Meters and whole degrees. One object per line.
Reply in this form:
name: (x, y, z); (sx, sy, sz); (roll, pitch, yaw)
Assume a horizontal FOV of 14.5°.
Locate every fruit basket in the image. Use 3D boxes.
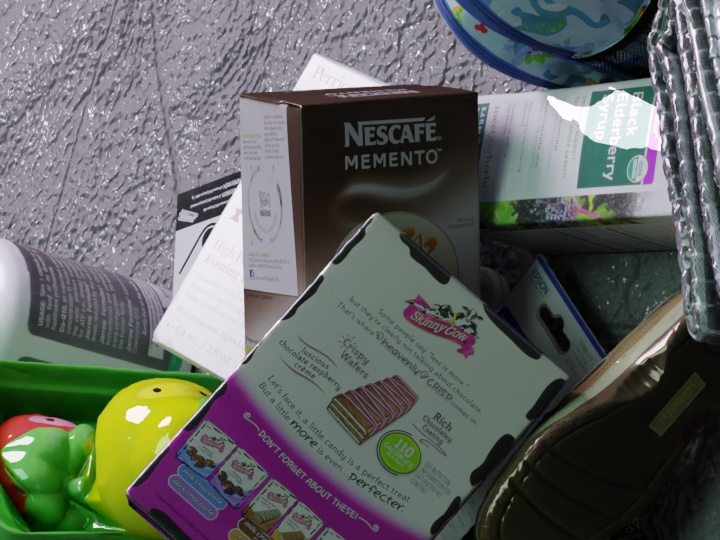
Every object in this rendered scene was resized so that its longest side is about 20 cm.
fruit basket: (-0.135, 0.112, 1.730); (0.216, 0.216, 0.156); (-44, 46, 30)

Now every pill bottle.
pill bottle: (-0.218, 0.042, 1.858); (0.113, 0.200, 0.113); (-22, 59, 44)

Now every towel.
towel: (0.228, -0.043, 1.389); (0.086, 0.166, 0.200); (-33, 52, 43)

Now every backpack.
backpack: (0.114, -0.191, 1.552); (0.147, 0.200, 0.183); (-35, 52, 37)

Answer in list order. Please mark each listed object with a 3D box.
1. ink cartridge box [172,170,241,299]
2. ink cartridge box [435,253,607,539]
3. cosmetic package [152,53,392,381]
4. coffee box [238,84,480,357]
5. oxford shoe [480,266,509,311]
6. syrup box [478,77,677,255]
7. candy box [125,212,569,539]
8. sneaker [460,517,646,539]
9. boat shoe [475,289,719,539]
ink cartridge box: (-0.040, -0.025, 1.796); (0.200, 0.044, 0.094); (-18, 64, 44)
ink cartridge box: (0.074, 0.096, 1.621); (0.200, 0.037, 0.095); (-55, 41, 24)
cosmetic package: (-0.025, -0.018, 1.674); (0.102, 0.074, 0.200); (26, 86, 37)
coffee box: (0.000, 0.000, 1.576); (0.080, 0.114, 0.200); (15, 109, 62)
oxford shoe: (0.009, 0.045, 1.702); (0.200, 0.058, 0.075); (-20, 57, 42)
syrup box: (0.146, -0.056, 1.557); (0.200, 0.081, 0.079); (-2, 76, 51)
candy box: (-0.007, 0.089, 1.480); (0.200, 0.136, 0.061); (-48, -6, -9)
sneaker: (0.123, 0.169, 1.500); (0.085, 0.078, 0.200); (-59, 41, 12)
boat shoe: (0.134, 0.081, 1.503); (0.200, 0.072, 0.076); (-41, 18, -9)
